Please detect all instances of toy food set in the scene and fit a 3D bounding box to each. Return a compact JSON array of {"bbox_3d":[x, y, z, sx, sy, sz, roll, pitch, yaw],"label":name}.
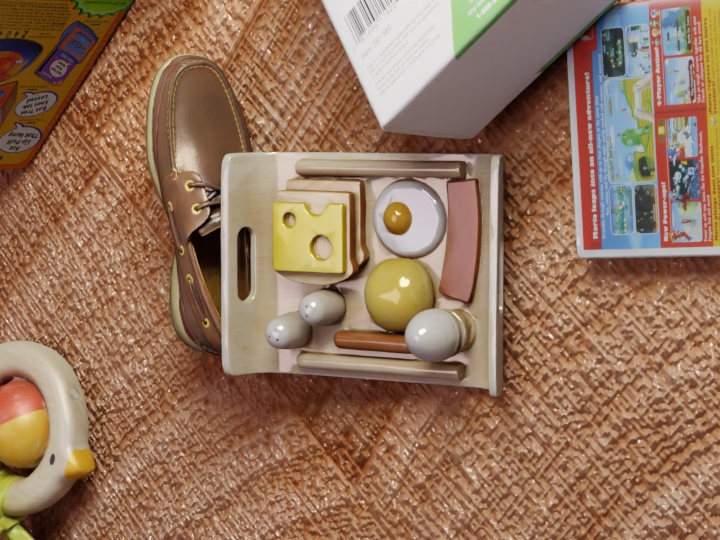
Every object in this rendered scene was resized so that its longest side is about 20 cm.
[{"bbox_3d":[0.000,0.000,1.188,0.199,0.060,0.145,3,96,30],"label":"toy food set"}]

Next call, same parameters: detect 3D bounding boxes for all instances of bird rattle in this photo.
[{"bbox_3d":[-0.268,0.121,1.459,0.162,0.112,0.201,-28,62,28],"label":"bird rattle"}]

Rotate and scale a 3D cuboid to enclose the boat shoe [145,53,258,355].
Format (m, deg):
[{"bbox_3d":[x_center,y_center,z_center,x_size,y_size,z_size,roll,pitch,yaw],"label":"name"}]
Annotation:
[{"bbox_3d":[-0.094,-0.042,1.268,0.067,0.071,0.202,-170,72,-65],"label":"boat shoe"}]

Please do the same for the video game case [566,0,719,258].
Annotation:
[{"bbox_3d":[0.199,-0.080,1.047,0.199,0.017,0.144,-1,94,42],"label":"video game case"}]

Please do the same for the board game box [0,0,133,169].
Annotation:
[{"bbox_3d":[-0.317,-0.209,1.376,0.200,0.199,0.200,-51,62,32],"label":"board game box"}]

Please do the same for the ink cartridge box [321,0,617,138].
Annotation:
[{"bbox_3d":[0.043,-0.201,1.121,0.146,0.084,0.201,-42,61,36],"label":"ink cartridge box"}]
